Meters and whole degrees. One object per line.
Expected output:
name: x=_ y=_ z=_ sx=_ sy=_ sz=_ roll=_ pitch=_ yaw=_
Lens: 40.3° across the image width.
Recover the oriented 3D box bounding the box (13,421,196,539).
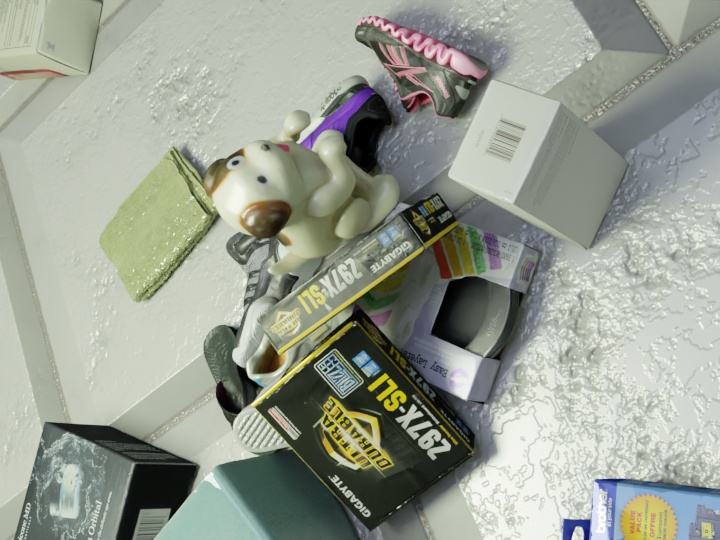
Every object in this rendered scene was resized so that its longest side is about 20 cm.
box: x=-0.349 y=0.327 z=1.323 sx=0.199 sy=0.117 sz=0.198 roll=12 pitch=87 yaw=37

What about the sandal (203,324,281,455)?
sandal: x=-0.162 y=0.157 z=1.271 sx=0.075 sy=0.048 sz=0.201 roll=-45 pitch=58 yaw=18

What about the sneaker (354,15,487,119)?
sneaker: x=0.058 y=-0.246 z=1.199 sx=0.200 sy=0.079 sz=0.096 roll=34 pitch=111 yaw=36

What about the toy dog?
toy dog: x=-0.087 y=-0.089 z=1.114 sx=0.194 sy=0.200 sz=0.140 roll=-47 pitch=65 yaw=19

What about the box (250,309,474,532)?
box: x=0.005 y=0.167 z=1.084 sx=0.159 sy=0.049 sz=0.200 roll=-40 pitch=97 yaw=16

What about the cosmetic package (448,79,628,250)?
cosmetic package: x=0.186 y=-0.102 z=0.992 sx=0.085 sy=0.200 sz=0.108 roll=27 pitch=93 yaw=34

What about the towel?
towel: x=-0.292 y=-0.064 z=1.418 sx=0.200 sy=0.036 sz=0.149 roll=-47 pitch=58 yaw=16

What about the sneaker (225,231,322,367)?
sneaker: x=-0.131 y=0.020 z=1.267 sx=0.113 sy=0.075 sz=0.201 roll=25 pitch=88 yaw=36

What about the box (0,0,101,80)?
box: x=-0.541 y=-0.394 z=1.619 sx=0.199 sy=0.109 sz=0.129 roll=5 pitch=82 yaw=35

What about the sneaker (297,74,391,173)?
sneaker: x=-0.034 y=-0.141 z=1.235 sx=0.100 sy=0.069 sz=0.201 roll=46 pitch=107 yaw=30

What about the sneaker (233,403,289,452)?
sneaker: x=-0.047 y=0.174 z=1.177 sx=0.199 sy=0.105 sz=0.076 roll=-4 pitch=91 yaw=3

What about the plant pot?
plant pot: x=-0.108 y=0.349 z=1.110 sx=0.200 sy=0.195 sz=0.197 roll=45 pitch=106 yaw=22

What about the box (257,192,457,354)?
box: x=0.000 y=0.000 z=1.053 sx=0.200 sy=0.160 sz=0.049 roll=-36 pitch=88 yaw=20

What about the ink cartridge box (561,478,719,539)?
ink cartridge box: x=0.289 y=0.270 z=0.918 sx=0.199 sy=0.076 sz=0.138 roll=-2 pitch=79 yaw=36

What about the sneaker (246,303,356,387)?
sneaker: x=-0.060 y=0.067 z=1.200 sx=0.076 sy=0.081 sz=0.201 roll=43 pitch=103 yaw=35

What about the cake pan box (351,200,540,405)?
cake pan box: x=0.091 y=0.034 z=1.122 sx=0.199 sy=0.052 sz=0.185 roll=23 pitch=96 yaw=36
